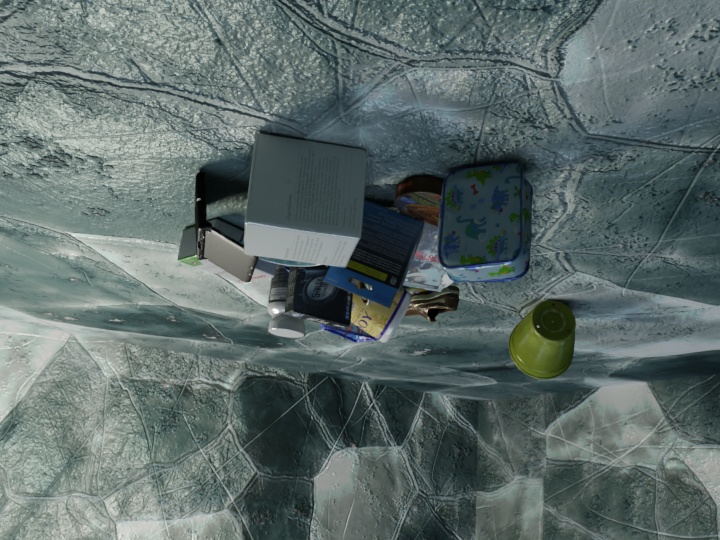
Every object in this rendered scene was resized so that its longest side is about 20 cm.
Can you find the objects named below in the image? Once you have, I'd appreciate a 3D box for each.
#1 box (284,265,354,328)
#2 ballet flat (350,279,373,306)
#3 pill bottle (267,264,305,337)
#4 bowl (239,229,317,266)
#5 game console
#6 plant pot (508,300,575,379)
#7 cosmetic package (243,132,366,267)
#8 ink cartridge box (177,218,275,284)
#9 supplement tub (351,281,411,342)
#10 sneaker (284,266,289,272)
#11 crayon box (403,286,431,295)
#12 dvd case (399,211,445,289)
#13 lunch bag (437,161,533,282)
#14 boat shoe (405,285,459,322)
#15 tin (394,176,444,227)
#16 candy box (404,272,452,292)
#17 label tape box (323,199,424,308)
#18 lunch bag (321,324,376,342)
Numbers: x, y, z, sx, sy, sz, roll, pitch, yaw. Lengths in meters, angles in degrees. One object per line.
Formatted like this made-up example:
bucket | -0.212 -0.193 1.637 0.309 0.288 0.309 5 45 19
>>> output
box | -0.089 0.018 1.472 0.158 0.205 0.043 18 158 -32
ballet flat | 0.000 0.000 1.464 0.067 0.062 0.203 39 156 58
pill bottle | -0.179 0.062 1.629 0.113 0.205 0.116 5 163 1
bowl | -0.148 -0.090 1.316 0.195 0.108 0.201 4 162 1
game console | -0.279 -0.082 1.296 0.113 0.180 0.200 -2 164 -16
plant pot | 0.551 0.189 1.867 0.195 0.205 0.194 3 150 5
cosmetic package | -0.101 -0.118 1.122 0.195 0.169 0.165 8 161 -9
ink cartridge box | -0.320 -0.041 1.545 0.144 0.086 0.198 -10 157 39
supplement tub | 0.017 0.073 1.617 0.197 0.147 0.146 31 160 0
sneaker | -0.158 -0.025 1.526 0.197 0.084 0.074 20 -169 -33
crayon box | 0.090 0.040 1.730 0.195 0.053 0.126 -3 160 24
dvd case | 0.130 -0.043 1.376 0.142 0.022 0.202 8 134 -10
lunch bag | 0.211 -0.082 1.086 0.157 0.205 0.082 -6 153 27
boat shoe | 0.180 0.101 1.689 0.074 0.077 0.201 14 154 -35
tin | 0.154 -0.129 1.228 0.197 0.043 0.111 19 162 -36
candy box | 0.131 -0.017 1.511 0.195 0.073 0.168 10 161 -11
label tape box | 0.027 -0.025 1.249 0.141 0.203 0.064 21 155 8
lunch bag | -0.041 0.108 1.809 0.093 0.154 0.198 -11 156 41
